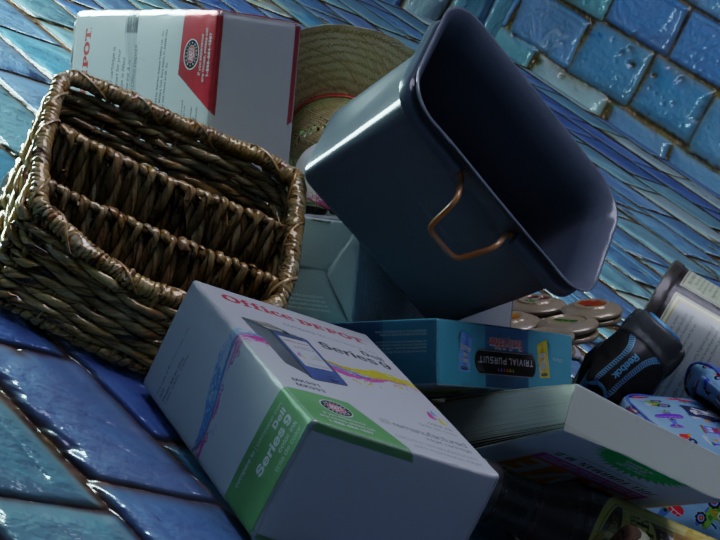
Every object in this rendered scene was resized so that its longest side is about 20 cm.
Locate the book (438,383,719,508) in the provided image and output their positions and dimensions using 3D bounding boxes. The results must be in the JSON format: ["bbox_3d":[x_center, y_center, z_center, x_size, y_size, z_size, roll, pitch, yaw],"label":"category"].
[{"bbox_3d":[0.148,0.126,1.588,0.133,0.048,0.200,26,-18,-19],"label":"book"}]

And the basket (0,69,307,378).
[{"bbox_3d":[-0.139,-0.022,1.543,0.199,0.150,0.143,25,12,-19],"label":"basket"}]

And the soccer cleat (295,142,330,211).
[{"bbox_3d":[0.045,-0.079,1.719,0.198,0.070,0.087,8,-29,11],"label":"soccer cleat"}]

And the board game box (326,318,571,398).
[{"bbox_3d":[0.040,0.065,1.653,0.150,0.047,0.199,-3,-6,32],"label":"board game box"}]

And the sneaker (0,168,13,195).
[{"bbox_3d":[-0.156,-0.028,1.709,0.199,0.074,0.115,29,15,12],"label":"sneaker"}]

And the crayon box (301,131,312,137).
[{"bbox_3d":[-0.039,-0.098,2.004,0.198,0.059,0.173,-11,4,7],"label":"crayon box"}]

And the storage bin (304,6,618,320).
[{"bbox_3d":[0.061,-0.052,1.612,0.200,0.134,0.146,48,38,-19],"label":"storage bin"}]

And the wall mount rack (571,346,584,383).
[{"bbox_3d":[0.098,0.046,1.985,0.173,0.075,0.200,26,11,-25],"label":"wall mount rack"}]

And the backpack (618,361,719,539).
[{"bbox_3d":[0.264,0.152,1.758,0.199,0.135,0.183,20,13,-20],"label":"backpack"}]

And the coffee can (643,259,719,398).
[{"bbox_3d":[0.330,0.104,2.066,0.199,0.147,0.146,30,12,9],"label":"coffee can"}]

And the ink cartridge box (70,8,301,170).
[{"bbox_3d":[-0.143,-0.127,1.809,0.083,0.146,0.199,4,3,-40],"label":"ink cartridge box"}]

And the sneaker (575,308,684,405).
[{"bbox_3d":[0.195,0.098,1.873,0.073,0.082,0.200,44,-21,14],"label":"sneaker"}]

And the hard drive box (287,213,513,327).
[{"bbox_3d":[0.000,0.000,1.763,0.155,0.078,0.199,7,2,38],"label":"hard drive box"}]

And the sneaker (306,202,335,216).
[{"bbox_3d":[-0.006,-0.039,2.023,0.199,0.079,0.090,1,-7,-41],"label":"sneaker"}]

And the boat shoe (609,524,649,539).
[{"bbox_3d":[0.167,0.223,1.423,0.075,0.075,0.202,41,18,-2],"label":"boat shoe"}]

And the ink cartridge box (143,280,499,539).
[{"bbox_3d":[-0.029,0.099,1.435,0.145,0.088,0.200,20,13,-32],"label":"ink cartridge box"}]

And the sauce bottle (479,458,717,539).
[{"bbox_3d":[0.160,0.183,1.568,0.199,0.066,0.066,22,13,-16],"label":"sauce bottle"}]

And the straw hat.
[{"bbox_3d":[-0.014,-0.091,1.835,0.200,0.201,0.086,22,39,-25],"label":"straw hat"}]

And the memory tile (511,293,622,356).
[{"bbox_3d":[0.098,0.041,1.860,0.199,0.017,0.153,5,17,29],"label":"memory tile"}]
